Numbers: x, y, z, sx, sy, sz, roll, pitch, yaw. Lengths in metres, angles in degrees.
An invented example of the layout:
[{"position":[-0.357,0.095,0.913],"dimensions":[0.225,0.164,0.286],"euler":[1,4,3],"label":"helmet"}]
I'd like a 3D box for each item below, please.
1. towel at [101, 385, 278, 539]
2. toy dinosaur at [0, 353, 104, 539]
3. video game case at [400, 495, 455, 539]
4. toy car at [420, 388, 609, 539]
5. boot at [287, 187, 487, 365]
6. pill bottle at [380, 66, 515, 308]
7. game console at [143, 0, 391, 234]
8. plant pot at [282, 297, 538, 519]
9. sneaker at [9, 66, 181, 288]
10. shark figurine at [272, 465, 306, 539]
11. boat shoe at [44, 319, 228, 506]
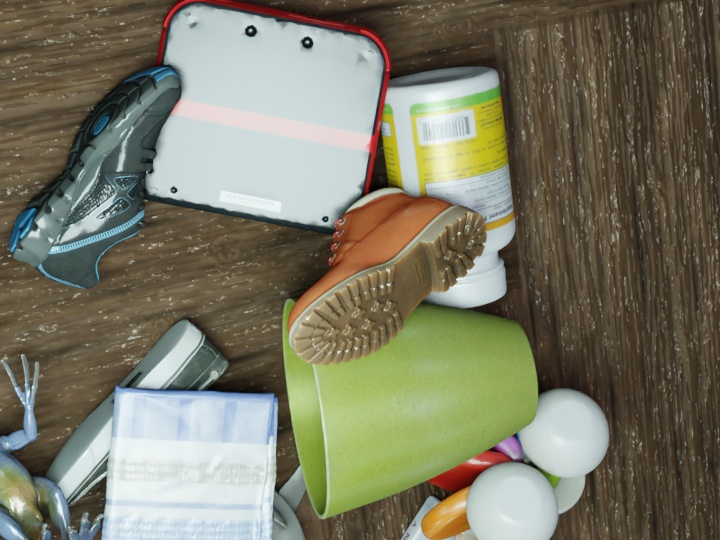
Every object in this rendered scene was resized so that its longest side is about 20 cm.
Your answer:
[{"position":[-0.143,0.200,1.115],"dimensions":[0.145,0.024,0.203],"euler":[3,93,-16],"label":"towel"},{"position":[-0.304,0.174,1.066],"dimensions":[0.104,0.180,0.202],"euler":[-22,131,-48],"label":"toy dinosaur"},{"position":[0.093,0.349,1.326],"dimensions":[0.199,0.023,0.183],"euler":[36,85,-25],"label":"video game case"},{"position":[0.131,0.186,1.246],"dimensions":[0.149,0.176,0.200],"euler":[33,66,14],"label":"toy car"},{"position":[0.000,0.000,1.084],"dimensions":[0.199,0.107,0.076],"euler":[-35,136,-30],"label":"boot"},{"position":[0.080,-0.074,1.189],"dimensions":[0.110,0.111,0.203],"euler":[-13,105,-19],"label":"pill bottle"},{"position":[-0.081,-0.132,1.129],"dimensions":[0.197,0.031,0.179],"euler":[10,102,-4],"label":"game console"},{"position":[0.046,0.103,1.152],"dimensions":[0.197,0.187,0.190],"euler":[-8,104,-12],"label":"plant pot"},{"position":[-0.205,-0.078,1.099],"dimensions":[0.082,0.073,0.201],"euler":[35,96,-27],"label":"sneaker"},{"position":[-0.109,0.211,1.180],"dimensions":[0.213,0.089,0.129],"euler":[31,85,-24],"label":"shark figurine"},{"position":[-0.193,0.136,1.138],"dimensions":[0.200,0.071,0.064],"euler":[-48,109,-9],"label":"boat shoe"}]
